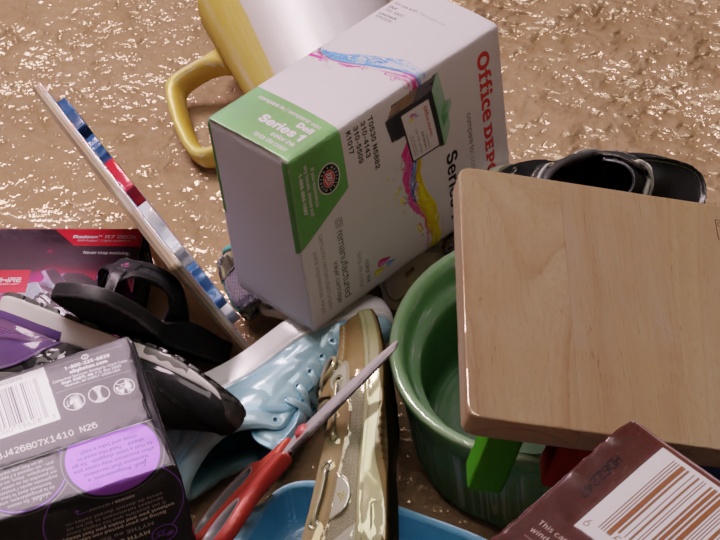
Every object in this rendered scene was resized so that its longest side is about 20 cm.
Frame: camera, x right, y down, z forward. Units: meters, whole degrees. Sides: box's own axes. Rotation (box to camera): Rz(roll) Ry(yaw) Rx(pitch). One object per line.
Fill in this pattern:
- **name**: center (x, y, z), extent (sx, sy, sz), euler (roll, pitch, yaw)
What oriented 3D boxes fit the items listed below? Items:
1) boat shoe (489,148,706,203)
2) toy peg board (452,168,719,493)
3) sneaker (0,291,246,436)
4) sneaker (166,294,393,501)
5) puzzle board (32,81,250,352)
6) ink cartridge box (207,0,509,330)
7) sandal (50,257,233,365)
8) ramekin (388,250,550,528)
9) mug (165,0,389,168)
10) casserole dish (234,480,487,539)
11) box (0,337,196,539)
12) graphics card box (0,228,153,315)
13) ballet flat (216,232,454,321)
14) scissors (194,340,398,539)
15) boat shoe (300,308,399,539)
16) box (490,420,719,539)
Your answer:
- **boat shoe**: center (0.179, -0.051, 1.471), extent (0.200, 0.068, 0.072), euler (-3, 80, -39)
- **toy peg board**: center (0.148, 0.053, 1.285), extent (0.199, 0.098, 0.200), euler (8, 47, -8)
- **sneaker**: center (-0.168, 0.088, 1.360), extent (0.200, 0.076, 0.088), euler (18, 74, 29)
- **sneaker**: center (-0.053, 0.094, 1.406), extent (0.200, 0.074, 0.082), euler (-31, 56, -9)
- **puzzle board**: center (-0.146, -0.034, 1.454), extent (0.017, 0.151, 0.200), euler (-39, 57, -2)
- **ink cartridge box**: center (0.005, -0.078, 1.410), extent (0.200, 0.145, 0.084), euler (-35, 46, -30)
- **sandal**: center (-0.145, 0.022, 1.394), extent (0.075, 0.200, 0.048), euler (12, 82, 21)
- **ramekin**: center (0.121, 0.077, 1.379), extent (0.199, 0.098, 0.200), euler (-3, 47, 3)
- **mug**: center (-0.043, -0.156, 1.611), extent (0.149, 0.187, 0.153), euler (6, 48, -35)
- **casserole dish**: center (0.005, 0.205, 1.313), extent (0.200, 0.039, 0.121), euler (17, 51, 19)
- **box**: center (-0.166, 0.156, 1.264), extent (0.122, 0.200, 0.106), euler (-17, 48, -10)
- **graphics card box**: center (-0.221, 0.055, 1.467), extent (0.125, 0.051, 0.200), euler (1, 49, 6)
- **ballet flat**: center (0.000, 0.000, 1.496), extent (0.200, 0.072, 0.072), euler (-11, 47, -5)
- **scissors**: center (-0.044, 0.107, 1.317), extent (0.014, 0.200, 0.073), euler (38, 12, -10)
- **boat shoe**: center (-0.010, 0.112, 1.331), extent (0.063, 0.073, 0.201), euler (-6, 56, 7)
- **box**: center (0.157, 0.230, 1.163), extent (0.164, 0.200, 0.166), euler (-37, 54, -26)
